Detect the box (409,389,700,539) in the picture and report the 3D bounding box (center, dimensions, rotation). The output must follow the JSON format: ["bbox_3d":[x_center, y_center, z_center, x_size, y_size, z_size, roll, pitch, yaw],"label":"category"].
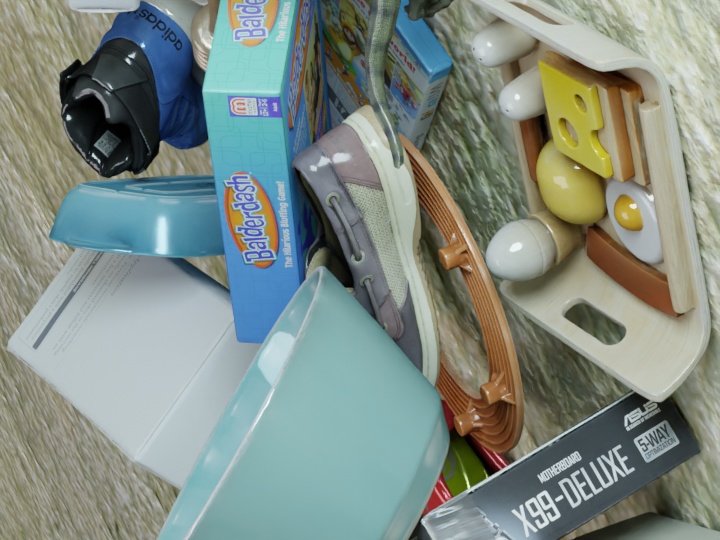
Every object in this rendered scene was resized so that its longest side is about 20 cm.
[{"bbox_3d":[0.081,0.137,1.405,0.050,0.158,0.200,59,160,6],"label":"box"}]

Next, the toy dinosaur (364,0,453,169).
[{"bbox_3d":[0.020,-0.159,1.278,0.088,0.047,0.200,-58,-30,-72],"label":"toy dinosaur"}]

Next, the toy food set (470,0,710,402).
[{"bbox_3d":[0.098,-0.045,1.266,0.144,0.060,0.200,36,149,50],"label":"toy food set"}]

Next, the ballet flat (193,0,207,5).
[{"bbox_3d":[-0.094,-0.202,1.514,0.069,0.069,0.200,57,159,12],"label":"ballet flat"}]

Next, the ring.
[{"bbox_3d":[0.040,0.014,1.447,0.200,0.019,0.200,158,90,-76],"label":"ring"}]

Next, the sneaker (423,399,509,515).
[{"bbox_3d":[0.081,0.171,1.572,0.200,0.077,0.085,61,155,2],"label":"sneaker"}]

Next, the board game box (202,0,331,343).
[{"bbox_3d":[-0.049,-0.080,1.424,0.200,0.045,0.152,86,-171,-46],"label":"board game box"}]

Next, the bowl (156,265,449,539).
[{"bbox_3d":[-0.025,0.109,1.332,0.105,0.201,0.201,30,159,-5],"label":"bowl"}]

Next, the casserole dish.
[{"bbox_3d":[-0.110,-0.037,1.627,0.121,0.200,0.039,9,99,34],"label":"casserole dish"}]

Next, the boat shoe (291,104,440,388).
[{"bbox_3d":[0.000,0.000,1.400,0.072,0.065,0.200,-125,19,-44],"label":"boat shoe"}]

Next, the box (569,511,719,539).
[{"bbox_3d":[0.181,0.193,1.331,0.200,0.078,0.095,5,109,66],"label":"box"}]

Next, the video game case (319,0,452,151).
[{"bbox_3d":[-0.008,-0.124,1.482,0.143,0.018,0.200,56,159,16],"label":"video game case"}]

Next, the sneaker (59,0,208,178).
[{"bbox_3d":[-0.148,-0.105,1.664,0.077,0.111,0.200,36,163,8],"label":"sneaker"}]

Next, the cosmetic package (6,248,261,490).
[{"bbox_3d":[-0.093,0.083,1.688,0.199,0.123,0.200,36,179,-38],"label":"cosmetic package"}]

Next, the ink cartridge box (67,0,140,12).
[{"bbox_3d":[-0.152,-0.275,1.464,0.200,0.050,0.161,81,-169,-46],"label":"ink cartridge box"}]

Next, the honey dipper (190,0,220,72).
[{"bbox_3d":[-0.085,-0.155,1.483,0.038,0.038,0.200,58,174,8],"label":"honey dipper"}]
